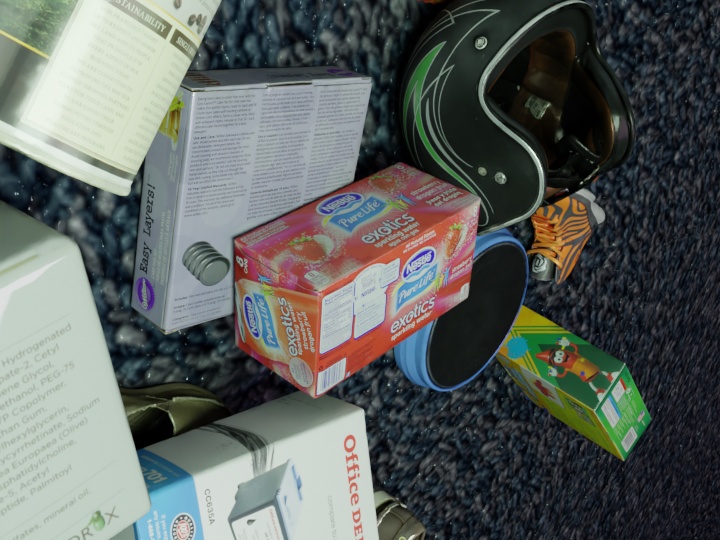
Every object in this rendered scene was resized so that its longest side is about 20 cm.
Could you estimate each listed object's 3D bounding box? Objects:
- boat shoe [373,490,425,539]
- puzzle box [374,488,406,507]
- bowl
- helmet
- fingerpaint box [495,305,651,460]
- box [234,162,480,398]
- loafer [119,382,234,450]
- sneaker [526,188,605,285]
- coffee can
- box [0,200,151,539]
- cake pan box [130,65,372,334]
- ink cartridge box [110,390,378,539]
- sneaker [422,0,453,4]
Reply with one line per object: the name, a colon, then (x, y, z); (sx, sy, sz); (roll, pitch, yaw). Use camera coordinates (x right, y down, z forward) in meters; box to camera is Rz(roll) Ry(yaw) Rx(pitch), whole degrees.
boat shoe: (0.009, 0.305, 0.887); (0.071, 0.059, 0.203); (-4, 115, -53)
puzzle box: (-0.031, 0.339, 1.097); (0.202, 0.025, 0.133); (-59, 145, -5)
bowl: (0.118, 0.043, 1.076); (0.200, 0.039, 0.203); (-32, 136, -35)
helmet: (0.126, -0.146, 0.834); (0.199, 0.199, 0.193); (-27, 92, -39)
fingerpaint box: (0.270, 0.142, 1.231); (0.074, 0.166, 0.200); (-53, 143, -8)
box: (0.000, 0.000, 0.770); (0.199, 0.095, 0.101); (-29, 136, -40)
loafer: (-0.163, 0.132, 0.754); (0.199, 0.067, 0.077); (13, 102, -54)
sneaker: (0.226, -0.044, 1.130); (0.199, 0.077, 0.113); (24, 92, -55)
coffee can: (-0.145, -0.163, 0.515); (0.146, 0.145, 0.202); (25, 92, -55)
box: (-0.249, 0.068, 0.478); (0.199, 0.198, 0.174); (-31, 128, -35)
cake pan box: (-0.079, -0.063, 0.751); (0.199, 0.052, 0.187); (-17, 127, -46)
ink cartridge box: (-0.087, 0.191, 0.714); (0.198, 0.085, 0.149); (-16, 104, -36)
sneaker: (0.100, -0.281, 0.837); (0.198, 0.073, 0.078); (-22, 93, -35)
